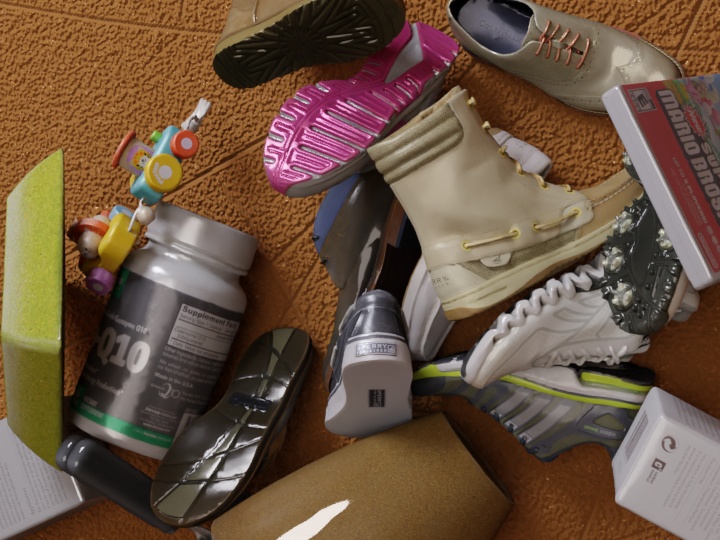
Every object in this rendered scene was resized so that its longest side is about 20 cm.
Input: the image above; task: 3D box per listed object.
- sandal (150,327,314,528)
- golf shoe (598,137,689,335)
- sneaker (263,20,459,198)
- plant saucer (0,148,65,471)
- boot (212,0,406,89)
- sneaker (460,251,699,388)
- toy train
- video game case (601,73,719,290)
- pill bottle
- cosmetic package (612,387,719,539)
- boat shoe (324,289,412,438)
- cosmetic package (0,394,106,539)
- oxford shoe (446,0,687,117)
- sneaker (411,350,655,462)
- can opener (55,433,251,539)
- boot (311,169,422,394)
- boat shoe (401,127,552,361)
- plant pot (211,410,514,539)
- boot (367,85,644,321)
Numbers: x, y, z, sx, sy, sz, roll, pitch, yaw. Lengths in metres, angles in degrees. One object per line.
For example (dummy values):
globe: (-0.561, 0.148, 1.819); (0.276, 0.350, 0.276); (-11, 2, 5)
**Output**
sandal: (-0.098, 0.135, 1.086); (0.081, 0.055, 0.201); (10, 53, 29)
golf shoe: (0.230, -0.034, 0.932); (0.077, 0.088, 0.201); (-23, 42, 47)
sneaker: (0.004, -0.110, 1.027); (0.081, 0.089, 0.200); (36, 58, 25)
plant saucer: (-0.271, 0.035, 1.084); (0.047, 0.200, 0.202); (1, 54, -12)
boot: (-0.040, -0.255, 1.043); (0.174, 0.066, 0.202); (-11, 52, 23)
sneaker: (0.167, 0.040, 0.970); (0.199, 0.075, 0.081); (-29, 80, -12)
toy train: (-0.203, -0.064, 1.101); (0.055, 0.151, 0.201); (30, 114, -17)
video game case: (0.255, -0.070, 0.911); (0.017, 0.199, 0.144); (-32, 78, 41)
pill bottle: (-0.165, 0.050, 1.110); (0.112, 0.113, 0.202); (20, 88, 20)
cosmetic package: (0.282, 0.168, 0.917); (0.199, 0.101, 0.072); (28, 100, 6)
boat shoe: (0.007, 0.077, 1.024); (0.071, 0.200, 0.068); (0, 64, 0)
cosmetic package: (-0.330, 0.199, 1.200); (0.199, 0.071, 0.102); (-25, 80, 19)
oxford shoe: (0.155, -0.168, 1.013); (0.198, 0.074, 0.071); (20, 96, 20)
sneaker: (0.129, 0.108, 1.024); (0.198, 0.074, 0.082); (5, 95, 23)
can opener: (-0.165, 0.190, 1.096); (0.052, 0.199, 0.067); (0, 60, 56)
boot: (0.000, 0.000, 1.088); (0.097, 0.074, 0.201); (36, 107, 39)
boat shoe: (0.093, -0.011, 1.038); (0.069, 0.071, 0.202); (26, 97, 19)
plant pot: (0.016, 0.208, 1.024); (0.200, 0.186, 0.187); (-39, 76, 3)
boot: (0.116, -0.073, 0.976); (0.199, 0.073, 0.156); (-29, 93, -15)
